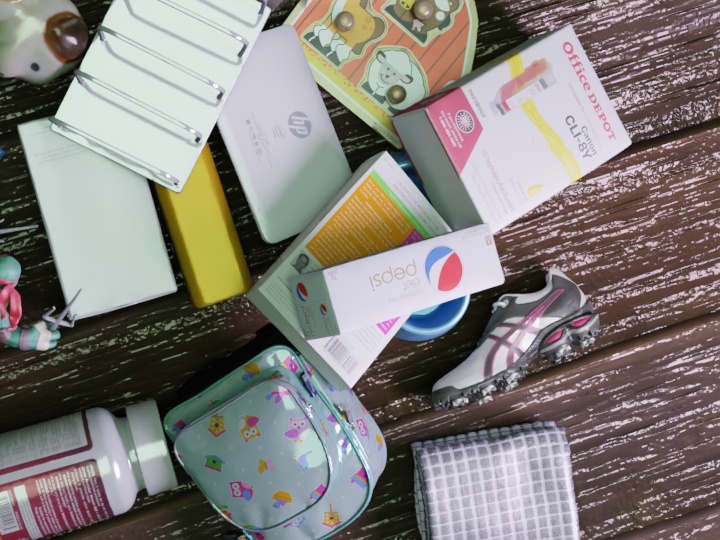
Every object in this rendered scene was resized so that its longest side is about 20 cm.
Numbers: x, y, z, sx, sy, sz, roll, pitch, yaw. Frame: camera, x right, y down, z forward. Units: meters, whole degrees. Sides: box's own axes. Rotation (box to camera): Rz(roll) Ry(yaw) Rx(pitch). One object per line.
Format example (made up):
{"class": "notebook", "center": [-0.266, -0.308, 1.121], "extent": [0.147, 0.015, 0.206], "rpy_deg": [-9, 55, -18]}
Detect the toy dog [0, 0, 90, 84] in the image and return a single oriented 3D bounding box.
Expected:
{"class": "toy dog", "center": [-0.340, -0.275, 1.510], "extent": [0.194, 0.139, 0.200], "rpy_deg": [-25, 96, -44]}

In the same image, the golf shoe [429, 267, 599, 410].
{"class": "golf shoe", "center": [0.151, 0.077, 1.635], "extent": [0.200, 0.077, 0.088], "rpy_deg": [-29, 77, -9]}

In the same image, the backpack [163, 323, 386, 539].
{"class": "backpack", "center": [-0.076, 0.176, 1.546], "extent": [0.176, 0.153, 0.200], "rpy_deg": [-33, 105, 16]}

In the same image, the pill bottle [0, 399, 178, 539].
{"class": "pill bottle", "center": [-0.287, 0.198, 1.540], "extent": [0.200, 0.110, 0.110], "rpy_deg": [-15, 95, -8]}

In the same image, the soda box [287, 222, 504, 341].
{"class": "soda box", "center": [0.036, 0.010, 1.480], "extent": [0.200, 0.068, 0.064], "rpy_deg": [-17, 92, -33]}

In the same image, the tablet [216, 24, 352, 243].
{"class": "tablet", "center": [-0.080, -0.138, 1.557], "extent": [0.130, 0.014, 0.200], "rpy_deg": [-24, 95, -36]}

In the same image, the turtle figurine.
{"class": "turtle figurine", "center": [-0.368, 0.024, 1.495], "extent": [0.200, 0.101, 0.150], "rpy_deg": [-30, 81, 28]}

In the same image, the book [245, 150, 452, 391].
{"class": "book", "center": [0.000, 0.000, 1.522], "extent": [0.134, 0.048, 0.200], "rpy_deg": [47, 61, -12]}

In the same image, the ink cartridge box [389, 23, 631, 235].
{"class": "ink cartridge box", "center": [0.154, -0.140, 1.580], "extent": [0.200, 0.083, 0.145], "rpy_deg": [-32, 99, -24]}

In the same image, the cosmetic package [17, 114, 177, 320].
{"class": "cosmetic package", "center": [-0.259, -0.060, 1.548], "extent": [0.113, 0.081, 0.200], "rpy_deg": [-14, 96, -8]}

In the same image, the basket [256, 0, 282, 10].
{"class": "basket", "center": [-0.144, -0.352, 1.519], "extent": [0.200, 0.180, 0.136], "rpy_deg": [32, 95, -20]}

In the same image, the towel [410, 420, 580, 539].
{"class": "towel", "center": [0.146, 0.267, 1.626], "extent": [0.165, 0.086, 0.200], "rpy_deg": [-10, 94, -8]}

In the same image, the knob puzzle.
{"class": "knob puzzle", "center": [0.037, -0.256, 1.610], "extent": [0.219, 0.030, 0.220], "rpy_deg": [0, 92, -9]}

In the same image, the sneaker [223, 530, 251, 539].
{"class": "sneaker", "center": [-0.139, 0.329, 1.596], "extent": [0.200, 0.078, 0.112], "rpy_deg": [-21, 92, -18]}

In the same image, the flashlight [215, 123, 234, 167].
{"class": "flashlight", "center": [-0.148, -0.190, 1.570], "extent": [0.068, 0.068, 0.200], "rpy_deg": [-39, 104, -36]}

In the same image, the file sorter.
{"class": "file sorter", "center": [-0.185, -0.193, 1.448], "extent": [0.139, 0.125, 0.200], "rpy_deg": [26, 88, -7]}

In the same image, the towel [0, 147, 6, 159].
{"class": "towel", "center": [-0.471, -0.093, 1.540], "extent": [0.145, 0.024, 0.200], "rpy_deg": [44, 86, -9]}

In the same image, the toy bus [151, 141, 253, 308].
{"class": "toy bus", "center": [-0.168, -0.067, 1.562], "extent": [0.065, 0.078, 0.200], "rpy_deg": [-18, 96, -8]}

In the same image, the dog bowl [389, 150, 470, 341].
{"class": "dog bowl", "center": [0.058, -0.024, 1.615], "extent": [0.111, 0.050, 0.200], "rpy_deg": [-8, 93, -9]}
